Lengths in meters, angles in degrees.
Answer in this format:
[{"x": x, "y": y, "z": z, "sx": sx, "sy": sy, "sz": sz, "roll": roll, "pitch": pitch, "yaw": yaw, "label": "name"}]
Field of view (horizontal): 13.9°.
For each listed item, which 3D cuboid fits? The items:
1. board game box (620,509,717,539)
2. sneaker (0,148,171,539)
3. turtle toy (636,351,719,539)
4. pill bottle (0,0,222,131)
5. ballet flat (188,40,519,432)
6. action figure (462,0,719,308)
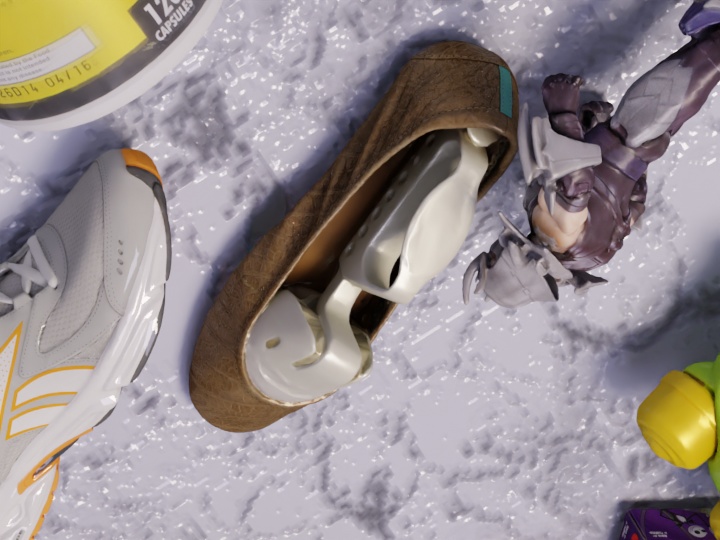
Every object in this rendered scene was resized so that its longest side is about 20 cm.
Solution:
[{"x": 0.204, "y": 0.167, "z": 1.382, "sx": 0.199, "sy": 0.032, "sz": 0.121, "roll": 1, "pitch": 126, "yaw": -20, "label": "board game box"}, {"x": -0.145, "y": 0.034, "z": 1.151, "sx": 0.092, "sy": 0.076, "sz": 0.201, "roll": 20, "pitch": 113, "yaw": -25, "label": "sneaker"}, {"x": 0.221, "y": 0.077, "z": 1.271, "sx": 0.146, "sy": 0.101, "sz": 0.200, "roll": -44, "pitch": 126, "yaw": -8, "label": "turtle toy"}, {"x": -0.136, "y": -0.150, "z": 1.005, "sx": 0.112, "sy": 0.112, "sz": 0.200, "roll": -34, "pitch": 127, "yaw": 4, "label": "pill bottle"}, {"x": 0.000, "y": 0.000, "z": 1.178, "sx": 0.068, "sy": 0.072, "sz": 0.200, "roll": 30, "pitch": 109, "yaw": -31, "label": "ballet flat"}, {"x": 0.109, "y": -0.059, "z": 1.156, "sx": 0.069, "sy": 0.130, "sz": 0.200, "roll": 44, "pitch": 97, "yaw": 5, "label": "action figure"}]
